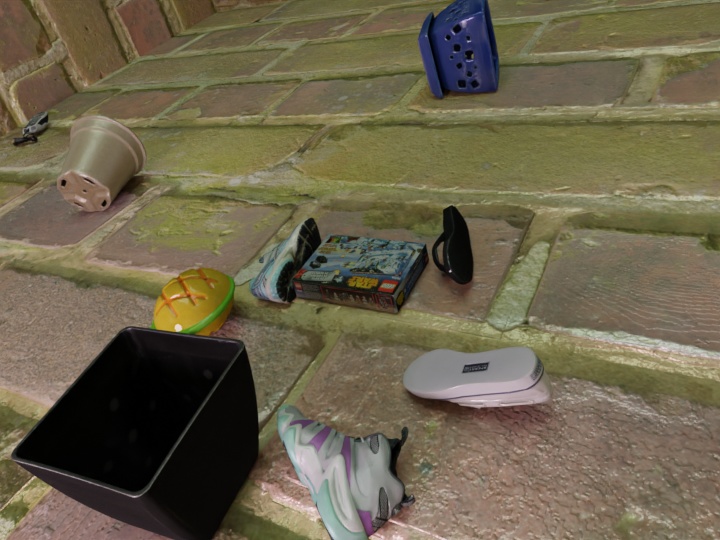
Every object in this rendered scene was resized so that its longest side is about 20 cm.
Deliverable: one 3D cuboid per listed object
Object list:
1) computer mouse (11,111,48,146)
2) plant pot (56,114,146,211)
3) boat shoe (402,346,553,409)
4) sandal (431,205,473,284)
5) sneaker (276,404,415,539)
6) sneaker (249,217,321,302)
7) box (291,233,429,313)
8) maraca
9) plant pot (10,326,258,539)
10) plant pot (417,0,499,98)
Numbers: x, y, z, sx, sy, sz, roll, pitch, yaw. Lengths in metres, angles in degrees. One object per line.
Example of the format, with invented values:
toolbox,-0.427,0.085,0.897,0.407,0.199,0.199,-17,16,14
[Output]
computer mouse,-1.221,-0.530,2.179,0.108,0.044,0.202,-12,42,16
plant pot,-0.680,-0.260,1.497,0.197,0.202,0.185,-6,49,15
boat shoe,0.141,0.138,0.720,0.198,0.066,0.072,-17,33,40
sandal,0.149,-0.034,0.953,0.048,0.076,0.201,-30,22,25
sneaker,-0.008,0.213,0.686,0.138,0.078,0.200,-27,47,-15
sneaker,-0.137,-0.027,1.044,0.085,0.078,0.201,-1,39,26
box,0.000,0.000,0.981,0.197,0.040,0.137,8,42,30
maraca,-0.285,0.071,0.949,0.135,0.108,0.201,-1,39,33
plant pot,-0.232,0.208,0.689,0.197,0.179,0.201,3,39,26
plant pot,0.253,-0.575,1.499,0.177,0.202,0.201,-9,37,21
